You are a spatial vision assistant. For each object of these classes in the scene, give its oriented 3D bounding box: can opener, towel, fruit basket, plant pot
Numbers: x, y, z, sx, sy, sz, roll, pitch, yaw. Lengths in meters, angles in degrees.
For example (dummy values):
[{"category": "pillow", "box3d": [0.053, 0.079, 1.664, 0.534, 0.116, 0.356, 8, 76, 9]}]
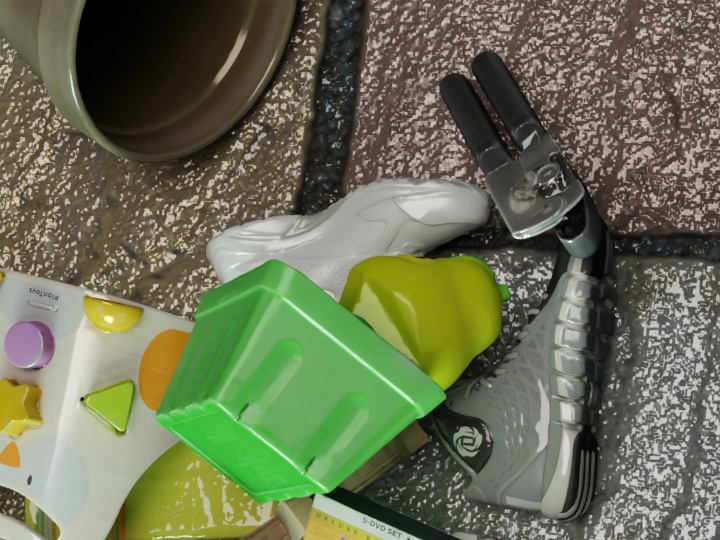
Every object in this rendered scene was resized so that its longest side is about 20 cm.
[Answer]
[{"category": "can opener", "box3d": [0.104, -0.069, 1.715, 0.053, 0.067, 0.200, -34, 31, 7]}, {"category": "towel", "box3d": [-0.132, 0.140, 1.789, 0.200, 0.018, 0.086, -3, 81, 16]}, {"category": "fruit basket", "box3d": [-0.011, 0.043, 1.655, 0.155, 0.216, 0.216, 39, 90, -9]}, {"category": "plant pot", "box3d": [-0.171, -0.195, 1.810, 0.174, 0.200, 0.200, 29, 86, 39]}]

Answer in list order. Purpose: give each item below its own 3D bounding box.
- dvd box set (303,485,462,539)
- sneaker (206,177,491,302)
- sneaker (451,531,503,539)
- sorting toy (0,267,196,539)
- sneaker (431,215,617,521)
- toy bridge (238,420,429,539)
[{"category": "dvd box set", "box3d": [0.014, 0.252, 1.662, 0.146, 0.029, 0.200, 22, 107, 24]}, {"category": "sneaker", "box3d": [0.000, 0.000, 1.758, 0.200, 0.078, 0.099, -18, 78, 22]}, {"category": "sneaker", "box3d": [0.126, 0.236, 1.651, 0.200, 0.080, 0.088, 31, 95, 21]}, {"category": "sorting toy", "box3d": [-0.212, 0.100, 1.769, 0.200, 0.107, 0.180, 13, 82, 24]}, {"category": "sneaker", "box3d": [0.097, 0.057, 1.707, 0.115, 0.075, 0.200, 3, 78, 21]}, {"category": "toy bridge", "box3d": [-0.040, 0.157, 1.715, 0.200, 0.067, 0.027, -35, 83, -14]}]
